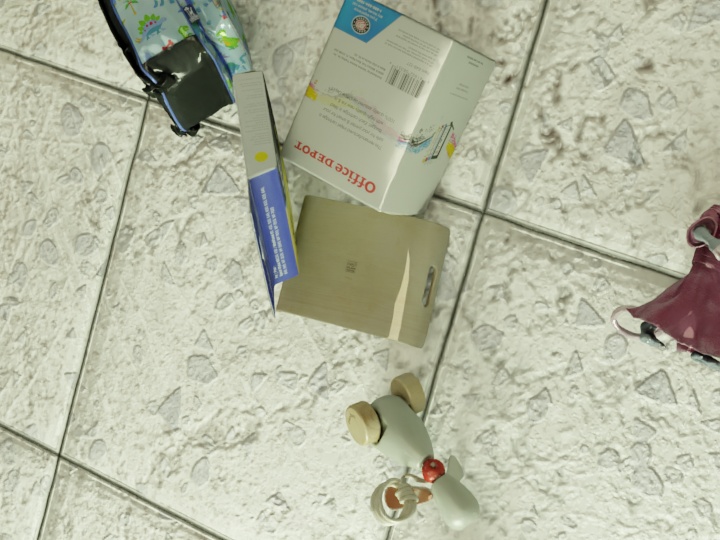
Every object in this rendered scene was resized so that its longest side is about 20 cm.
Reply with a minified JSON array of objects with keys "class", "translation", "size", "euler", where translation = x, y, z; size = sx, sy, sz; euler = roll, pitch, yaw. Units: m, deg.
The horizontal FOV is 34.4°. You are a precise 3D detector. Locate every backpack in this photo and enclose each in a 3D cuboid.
[{"class":"backpack","translation":[-0.225,-0.301,1.423],"size":[0.146,0.183,0.202],"euler":[-31,74,-2]}]

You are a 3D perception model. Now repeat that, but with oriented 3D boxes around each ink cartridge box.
[{"class":"ink cartridge box","translation":[0.032,-0.184,1.318],"size":[0.146,0.144,0.202],"euler":[30,103,21]},{"class":"ink cartridge box","translation":[-0.103,-0.085,1.320],"size":[0.046,0.199,0.202],"euler":[-11,55,-3]}]

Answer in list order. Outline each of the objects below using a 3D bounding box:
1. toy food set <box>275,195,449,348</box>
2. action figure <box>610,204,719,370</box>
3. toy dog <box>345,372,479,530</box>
[{"class":"toy food set","translation":[0.000,0.000,1.391],"size":[0.197,0.060,0.146],"euler":[13,85,23]},{"class":"action figure","translation":[0.372,-0.002,1.208],"size":[0.148,0.132,0.203],"euler":[13,82,66]},{"class":"toy dog","translation":[0.056,0.221,1.337],"size":[0.129,0.097,0.202],"euler":[-6,53,-12]}]
